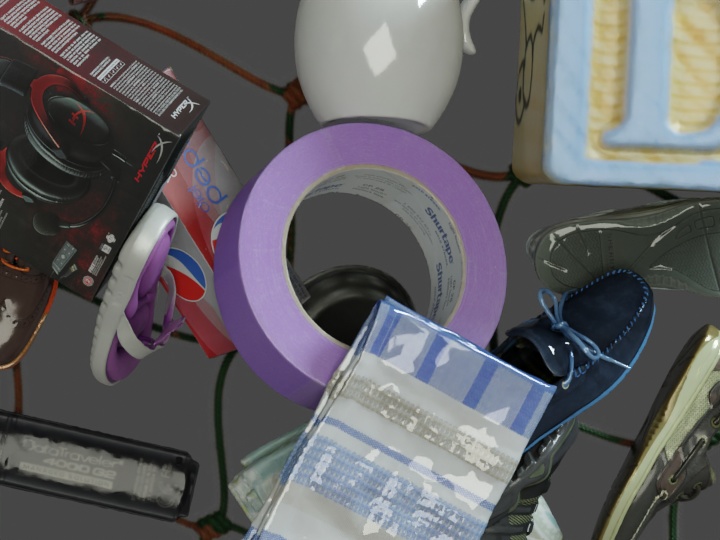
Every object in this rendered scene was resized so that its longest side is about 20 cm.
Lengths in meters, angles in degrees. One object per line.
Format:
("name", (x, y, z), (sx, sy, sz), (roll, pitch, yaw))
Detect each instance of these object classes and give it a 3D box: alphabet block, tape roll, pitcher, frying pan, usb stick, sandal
("alphabet block", (0.216, -0.151, 1.624), (0.196, 0.200, 0.196), (4, 93, -3))
("tape roll", (0.000, 0.000, 1.624), (0.200, 0.066, 0.200), (6, 74, -20))
("pitcher", (0.038, -0.198, 1.663), (0.171, 0.121, 0.200), (5, 81, -18))
("frying pan", (-0.004, 0.084, 1.669), (0.115, 0.031, 0.190), (-16, 63, 11))
("usb stick", (-0.220, 0.141, 1.699), (0.200, 0.033, 0.056), (13, 85, -3))
("sandal", (-0.150, 0.030, 1.617), (0.050, 0.203, 0.083), (29, 60, 7))

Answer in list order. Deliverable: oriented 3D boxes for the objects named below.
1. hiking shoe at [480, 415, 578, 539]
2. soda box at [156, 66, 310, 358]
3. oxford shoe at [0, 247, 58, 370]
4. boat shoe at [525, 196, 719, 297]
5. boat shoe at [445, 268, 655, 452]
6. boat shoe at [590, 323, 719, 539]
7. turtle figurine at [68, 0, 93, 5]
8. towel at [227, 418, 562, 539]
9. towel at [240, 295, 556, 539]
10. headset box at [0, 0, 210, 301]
("hiking shoe", (0.090, 0.176, 1.659), (0.076, 0.101, 0.200), (29, 68, 36))
("soda box", (-0.124, -0.040, 1.656), (0.070, 0.063, 0.200), (-40, 103, -40))
("oxford shoe", (-0.251, -0.024, 1.669), (0.071, 0.073, 0.200), (12, 92, -3))
("boat shoe", (0.224, -0.019, 1.701), (0.202, 0.065, 0.075), (-6, 104, -4))
("boat shoe", (0.132, 0.069, 1.614), (0.084, 0.069, 0.200), (32, 70, 36))
("boat shoe", (0.234, 0.140, 1.702), (0.066, 0.072, 0.201), (27, 87, 1))
("turtle figurine", (-0.237, -0.252, 1.628), (0.194, 0.200, 0.144), (-44, 60, 4))
("towel", (0.025, 0.174, 1.707), (0.200, 0.048, 0.171), (-29, 97, -1))
("towel", (0.027, 0.135, 1.560), (0.147, 0.024, 0.200), (29, 90, -10))
("headset box", (-0.227, -0.098, 1.569), (0.200, 0.075, 0.149), (32, 116, -1))
